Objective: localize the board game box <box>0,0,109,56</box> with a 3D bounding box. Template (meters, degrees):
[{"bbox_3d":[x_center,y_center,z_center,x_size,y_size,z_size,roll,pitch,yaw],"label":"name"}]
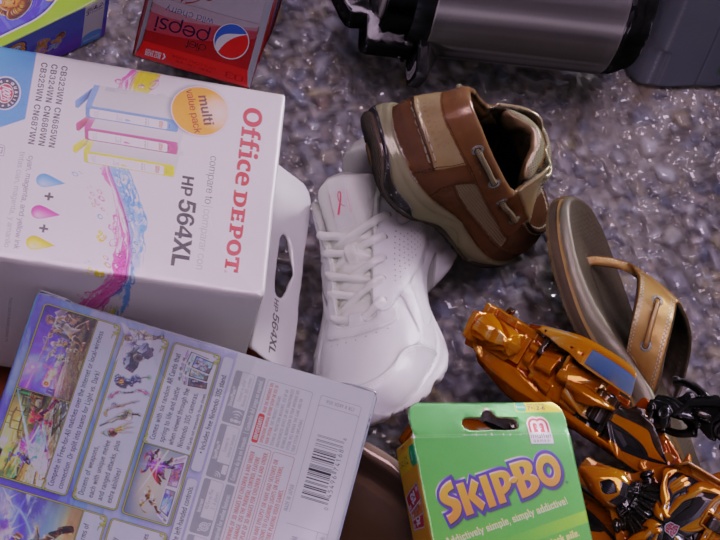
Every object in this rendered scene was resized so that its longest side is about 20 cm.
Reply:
[{"bbox_3d":[-0.265,-0.157,1.478,0.199,0.045,0.135,-29,71,-23],"label":"board game box"}]

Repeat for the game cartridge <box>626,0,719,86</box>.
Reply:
[{"bbox_3d":[0.269,-0.162,1.530,0.198,0.134,0.041,-2,55,-11],"label":"game cartridge"}]

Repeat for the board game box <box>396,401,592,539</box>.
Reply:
[{"bbox_3d":[0.078,0.163,1.285,0.095,0.030,0.201,2,67,-27],"label":"board game box"}]

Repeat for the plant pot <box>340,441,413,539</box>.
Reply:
[{"bbox_3d":[-0.044,0.187,1.311,0.199,0.093,0.202,5,61,-8],"label":"plant pot"}]

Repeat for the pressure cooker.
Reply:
[{"bbox_3d":[0.073,-0.206,1.497,0.198,0.179,0.177,7,42,-7],"label":"pressure cooker"}]

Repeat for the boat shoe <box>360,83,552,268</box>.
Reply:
[{"bbox_3d":[0.071,-0.053,1.405,0.073,0.200,0.076,-24,73,19],"label":"boat shoe"}]

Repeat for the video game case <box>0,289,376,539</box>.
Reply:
[{"bbox_3d":[-0.103,0.128,1.253,0.180,0.046,0.201,17,60,-2],"label":"video game case"}]

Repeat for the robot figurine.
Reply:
[{"bbox_3d":[0.125,0.110,1.364,0.199,0.058,0.146,32,95,23],"label":"robot figurine"}]

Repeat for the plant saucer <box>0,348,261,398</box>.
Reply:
[{"bbox_3d":[-0.141,0.048,1.401,0.199,0.032,0.202,5,62,-9],"label":"plant saucer"}]

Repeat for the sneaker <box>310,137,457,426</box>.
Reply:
[{"bbox_3d":[0.000,0.000,1.386,0.077,0.100,0.201,-16,36,18],"label":"sneaker"}]

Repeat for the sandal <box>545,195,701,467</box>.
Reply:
[{"bbox_3d":[0.163,0.045,1.427,0.054,0.080,0.201,-29,71,18],"label":"sandal"}]

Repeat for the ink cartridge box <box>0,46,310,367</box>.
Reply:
[{"bbox_3d":[-0.124,-0.023,1.352,0.198,0.125,0.129,8,61,-6],"label":"ink cartridge box"}]

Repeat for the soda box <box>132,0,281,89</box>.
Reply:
[{"bbox_3d":[-0.081,-0.152,1.428,0.070,0.200,0.064,15,101,-2],"label":"soda box"}]
